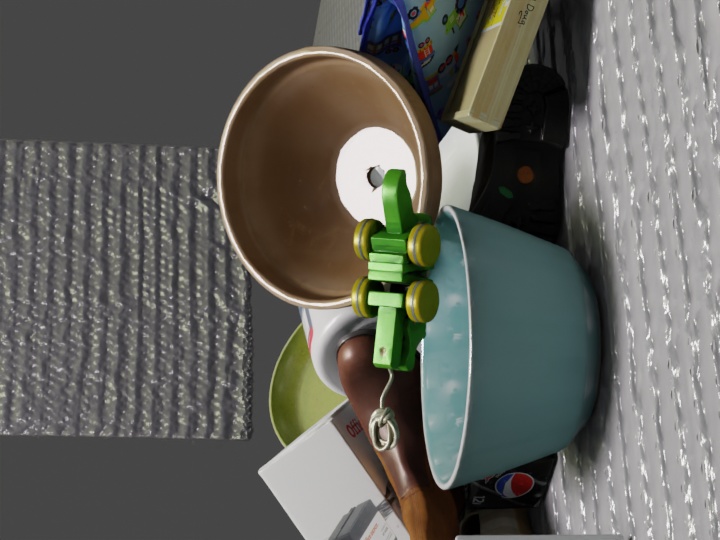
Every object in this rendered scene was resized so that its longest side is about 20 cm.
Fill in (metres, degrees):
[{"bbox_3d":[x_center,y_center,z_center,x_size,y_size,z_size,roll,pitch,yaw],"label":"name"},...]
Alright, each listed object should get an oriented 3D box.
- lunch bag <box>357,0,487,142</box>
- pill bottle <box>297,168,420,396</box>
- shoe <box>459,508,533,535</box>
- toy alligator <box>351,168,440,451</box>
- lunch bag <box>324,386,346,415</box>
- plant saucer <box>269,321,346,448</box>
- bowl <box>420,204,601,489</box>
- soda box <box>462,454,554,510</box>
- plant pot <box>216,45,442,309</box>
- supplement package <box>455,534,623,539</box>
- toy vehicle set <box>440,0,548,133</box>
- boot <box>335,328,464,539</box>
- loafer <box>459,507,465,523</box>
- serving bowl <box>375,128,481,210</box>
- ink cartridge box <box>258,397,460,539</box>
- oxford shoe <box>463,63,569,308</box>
[{"bbox_3d":[0.060,-0.222,1.277,0.151,0.093,0.201,-55,-18,-22],"label":"lunch bag"},{"bbox_3d":[0.000,0.000,1.405,0.201,0.118,0.121,-106,18,-46],"label":"pill bottle"},{"bbox_3d":[0.107,0.212,1.349,0.200,0.053,0.071,-106,19,-71],"label":"shoe"},{"bbox_3d":[0.031,0.028,1.193,0.054,0.059,0.203,-5,-82,-56],"label":"toy alligator"},{"bbox_3d":[0.037,0.149,1.671,0.200,0.126,0.172,53,-152,-49],"label":"lunch bag"},{"bbox_3d":[0.006,0.103,1.562,0.031,0.198,0.202,47,-151,-46],"label":"plant saucer"},{"bbox_3d":[0.108,0.056,1.174,0.201,0.104,0.204,-178,90,-83],"label":"bowl"},{"bbox_3d":[0.108,0.092,1.333,0.071,0.062,0.202,99,169,-48],"label":"soda box"},{"bbox_3d":[-0.010,-0.073,1.296,0.092,0.199,0.204,-7,-79,-57],"label":"plant pot"},{"bbox_3d":[0.108,0.273,1.089,0.201,0.115,0.118,101,168,-52],"label":"supplement package"},{"bbox_3d":[0.115,-0.202,1.221,0.124,0.026,0.202,-146,76,-83],"label":"toy vehicle set"},{"bbox_3d":[0.034,0.166,1.249,0.201,0.068,0.190,-92,-16,-54],"label":"boot"},{"bbox_3d":[0.074,0.182,1.471,0.073,0.070,0.203,-18,-68,-65],"label":"loafer"},{"bbox_3d":[0.077,-0.052,1.481,0.200,0.065,0.202,-34,50,52],"label":"serving bowl"},{"bbox_3d":[0.017,0.213,1.382,0.201,0.083,0.145,55,-167,2],"label":"ink cartridge box"},{"bbox_3d":[0.118,-0.059,1.278,0.084,0.072,0.202,-121,45,-81],"label":"oxford shoe"}]
